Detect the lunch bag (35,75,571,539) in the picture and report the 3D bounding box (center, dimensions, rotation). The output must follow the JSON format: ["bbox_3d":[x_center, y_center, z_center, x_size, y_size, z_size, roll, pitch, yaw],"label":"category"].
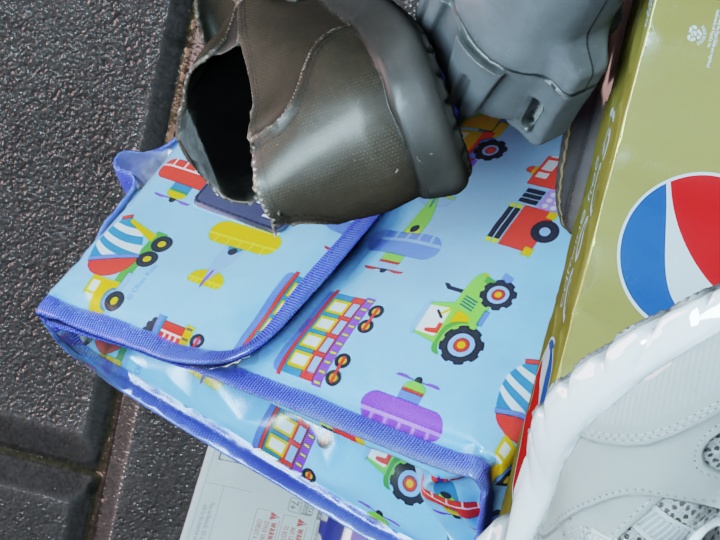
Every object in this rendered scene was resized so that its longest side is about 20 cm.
[{"bbox_3d":[0.000,0.000,0.813,0.151,0.199,0.094,-54,-28,-26],"label":"lunch bag"}]

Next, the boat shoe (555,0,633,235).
[{"bbox_3d":[0.101,-0.094,0.758,0.073,0.074,0.201,1,63,48],"label":"boat shoe"}]

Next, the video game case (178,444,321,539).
[{"bbox_3d":[0.005,0.146,1.042,0.036,0.180,0.201,102,-178,-48],"label":"video game case"}]

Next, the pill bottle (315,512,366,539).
[{"bbox_3d":[0.046,0.091,0.889,0.120,0.119,0.201,90,-167,-85],"label":"pill bottle"}]

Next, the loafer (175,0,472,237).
[{"bbox_3d":[-0.028,-0.062,0.740,0.200,0.071,0.073,-137,26,-70],"label":"loafer"}]

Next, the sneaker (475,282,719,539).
[{"bbox_3d":[0.078,0.071,0.576,0.074,0.082,0.200,-20,-29,-39],"label":"sneaker"}]

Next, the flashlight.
[{"bbox_3d":[0.053,-0.105,0.604,0.200,0.068,0.068,118,174,-70],"label":"flashlight"}]

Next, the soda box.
[{"bbox_3d":[0.087,0.018,0.672,0.068,0.064,0.201,-76,1,-78],"label":"soda box"}]
